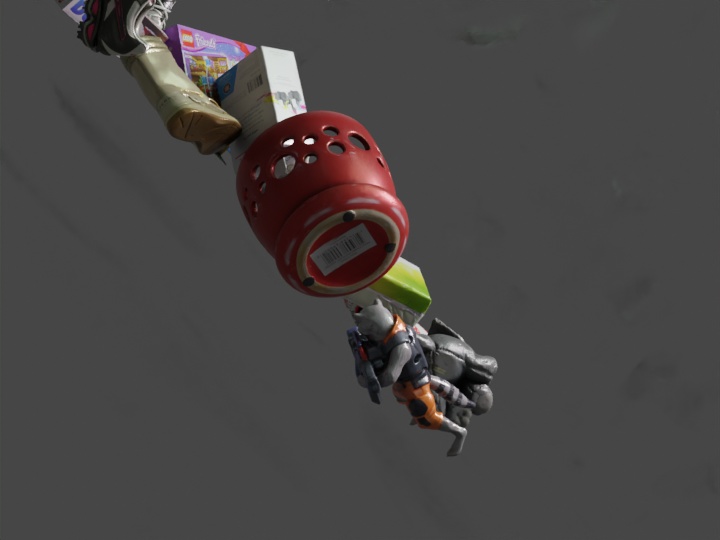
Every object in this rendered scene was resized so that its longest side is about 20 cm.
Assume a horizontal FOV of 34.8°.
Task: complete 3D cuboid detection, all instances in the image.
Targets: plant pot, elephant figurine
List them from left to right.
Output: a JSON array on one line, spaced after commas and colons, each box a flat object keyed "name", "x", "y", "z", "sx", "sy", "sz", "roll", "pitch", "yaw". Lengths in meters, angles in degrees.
[{"name": "plant pot", "x": -0.043, "y": -0.076, "z": 1.488, "sx": 0.200, "sy": 0.200, "sz": 0.183, "roll": 45, "pitch": 13, "yaw": -47}, {"name": "elephant figurine", "x": 0.098, "y": 0.143, "z": 1.645, "sx": 0.141, "sy": 0.155, "sz": 0.200, "roll": 2, "pitch": 9, "yaw": -18}]

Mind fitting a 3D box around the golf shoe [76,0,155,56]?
[{"name": "golf shoe", "x": -0.297, "y": -0.371, "z": 1.456, "sx": 0.088, "sy": 0.200, "sz": 0.077, "roll": 11, "pitch": 10, "yaw": 5}]

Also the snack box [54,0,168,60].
[{"name": "snack box", "x": -0.342, "y": -0.348, "z": 1.598, "sx": 0.024, "sy": 0.072, "sz": 0.200, "roll": 52, "pitch": 5, "yaw": 22}]

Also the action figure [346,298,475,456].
[{"name": "action figure", "x": 0.050, "y": 0.114, "z": 1.403, "sx": 0.194, "sy": 0.105, "sz": 0.200, "roll": 58, "pitch": 2, "yaw": -25}]

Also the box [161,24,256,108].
[{"name": "box", "x": -0.221, "y": -0.291, "z": 1.771, "sx": 0.200, "sy": 0.039, "sz": 0.137, "roll": 1, "pitch": 78, "yaw": -59}]

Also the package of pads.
[{"name": "package of pads", "x": 0.000, "y": 0.000, "z": 1.694, "sx": 0.200, "sy": 0.068, "sz": 0.155, "roll": 28, "pitch": 14, "yaw": -11}]

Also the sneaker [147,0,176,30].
[{"name": "sneaker", "x": -0.331, "y": -0.391, "z": 1.814, "sx": 0.201, "sy": 0.115, "sz": 0.076, "roll": 52, "pitch": 5, "yaw": 32}]

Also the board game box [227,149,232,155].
[{"name": "board game box", "x": -0.220, "y": -0.276, "z": 2.035, "sx": 0.200, "sy": 0.103, "sz": 0.105, "roll": 49, "pitch": 4, "yaw": -15}]

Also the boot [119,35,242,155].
[{"name": "boot", "x": -0.252, "y": -0.246, "z": 1.612, "sx": 0.155, "sy": 0.073, "sz": 0.200, "roll": 53, "pitch": 12, "yaw": 13}]

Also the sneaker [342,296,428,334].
[{"name": "sneaker", "x": 0.051, "y": 0.097, "z": 1.806, "sx": 0.201, "sy": 0.067, "sz": 0.108, "roll": 44, "pitch": 6, "yaw": -20}]

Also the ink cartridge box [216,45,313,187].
[{"name": "ink cartridge box", "x": -0.138, "y": -0.213, "z": 1.694, "sx": 0.068, "sy": 0.115, "sz": 0.200, "roll": 2, "pitch": 69, "yaw": -43}]

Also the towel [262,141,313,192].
[{"name": "towel", "x": -0.119, "y": -0.176, "z": 1.814, "sx": 0.035, "sy": 0.200, "sz": 0.193, "roll": 1, "pitch": 24, "yaw": -18}]

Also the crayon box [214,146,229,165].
[{"name": "crayon box", "x": -0.265, "y": -0.267, "z": 1.846, "sx": 0.126, "sy": 0.052, "sz": 0.200, "roll": 46, "pitch": 6, "yaw": -42}]
